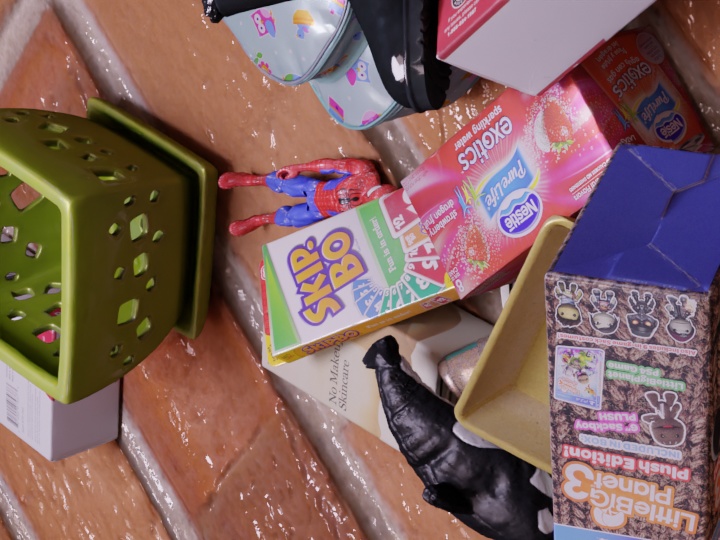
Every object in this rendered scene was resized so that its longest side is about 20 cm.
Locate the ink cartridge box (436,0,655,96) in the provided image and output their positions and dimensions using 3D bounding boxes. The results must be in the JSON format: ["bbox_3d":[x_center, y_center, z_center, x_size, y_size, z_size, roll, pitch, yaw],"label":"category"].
[{"bbox_3d":[0.118,-0.235,1.337,0.147,0.083,0.200,-39,41,49],"label":"ink cartridge box"}]

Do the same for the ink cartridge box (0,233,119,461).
[{"bbox_3d":[-0.321,0.070,2.057,0.200,0.083,0.145,30,127,40],"label":"ink cartridge box"}]

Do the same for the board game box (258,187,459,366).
[{"bbox_3d":[0.000,0.000,1.612,0.200,0.030,0.096,-23,61,32],"label":"board game box"}]

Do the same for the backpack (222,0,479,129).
[{"bbox_3d":[0.000,-0.202,1.519,0.200,0.153,0.176,48,131,17],"label":"backpack"}]

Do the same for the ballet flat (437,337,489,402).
[{"bbox_3d":[0.099,0.143,1.580,0.068,0.067,0.200,-87,-17,-72],"label":"ballet flat"}]

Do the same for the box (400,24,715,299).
[{"bbox_3d":[0.130,-0.072,1.454,0.200,0.095,0.100,-39,74,49],"label":"box"}]

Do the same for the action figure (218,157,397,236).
[{"bbox_3d":[-0.039,-0.055,1.704,0.200,0.052,0.066,-3,99,48],"label":"action figure"}]

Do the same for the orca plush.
[{"bbox_3d":[0.067,0.134,1.511,0.105,0.071,0.200,-29,98,37],"label":"orca plush"}]

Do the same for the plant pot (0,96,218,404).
[{"bbox_3d":[-0.235,-0.030,1.836,0.199,0.181,0.200,31,126,38],"label":"plant pot"}]

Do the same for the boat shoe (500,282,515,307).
[{"bbox_3d":[0.156,0.092,1.536,0.062,0.073,0.200,-22,77,8],"label":"boat shoe"}]

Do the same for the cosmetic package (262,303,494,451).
[{"bbox_3d":[0.014,0.062,1.665,0.200,0.071,0.105,27,123,41],"label":"cosmetic package"}]

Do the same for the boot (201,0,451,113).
[{"bbox_3d":[-0.026,-0.191,1.394,0.162,0.073,0.198,-6,77,15],"label":"boot"}]

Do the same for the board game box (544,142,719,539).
[{"bbox_3d":[0.182,0.050,1.291,0.097,0.159,0.200,8,125,20],"label":"board game box"}]

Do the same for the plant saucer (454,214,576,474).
[{"bbox_3d":[0.187,0.068,1.435,0.200,0.048,0.200,28,129,6],"label":"plant saucer"}]
